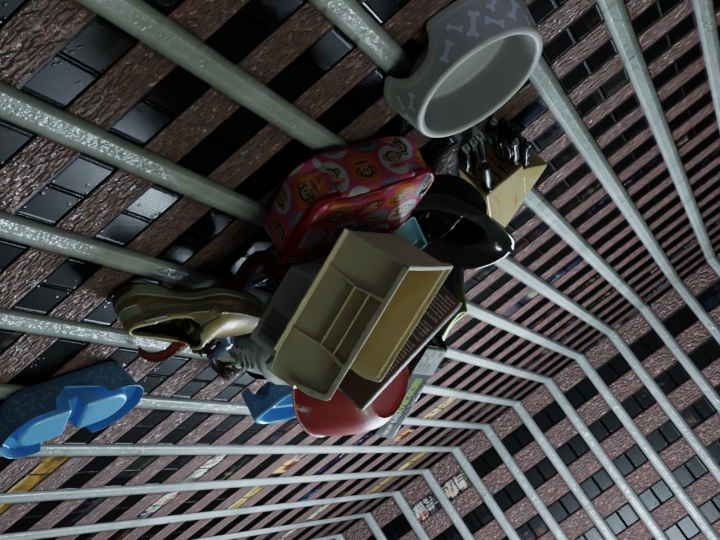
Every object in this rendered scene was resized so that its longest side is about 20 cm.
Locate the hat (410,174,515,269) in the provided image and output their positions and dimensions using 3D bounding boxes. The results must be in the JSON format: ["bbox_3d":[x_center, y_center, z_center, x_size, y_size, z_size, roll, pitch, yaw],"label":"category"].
[{"bbox_3d":[0.124,-0.083,1.494,0.201,0.200,0.081,98,7,-64],"label":"hat"}]

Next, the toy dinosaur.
[{"bbox_3d":[-0.171,0.054,1.396,0.199,0.105,0.182,-7,130,-33],"label":"toy dinosaur"}]

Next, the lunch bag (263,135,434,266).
[{"bbox_3d":[-0.021,-0.080,1.337,0.200,0.082,0.176,-18,159,-33],"label":"lunch bag"}]

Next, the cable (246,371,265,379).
[{"bbox_3d":[-0.084,0.126,1.699,0.199,0.051,0.163,-20,154,22],"label":"cable"}]

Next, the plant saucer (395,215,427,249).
[{"bbox_3d":[0.000,0.000,1.457,0.200,0.019,0.070,-36,142,-4],"label":"plant saucer"}]

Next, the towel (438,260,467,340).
[{"bbox_3d":[0.139,0.008,1.657,0.023,0.201,0.144,9,148,-10],"label":"towel"}]

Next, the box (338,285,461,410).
[{"bbox_3d":[0.037,0.085,1.458,0.200,0.100,0.075,-46,172,0],"label":"box"}]

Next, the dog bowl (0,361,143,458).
[{"bbox_3d":[-0.382,0.178,1.392,0.200,0.050,0.112,-17,154,-38],"label":"dog bowl"}]

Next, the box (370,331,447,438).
[{"bbox_3d":[0.048,0.130,1.700,0.047,0.193,0.200,9,126,-31],"label":"box"}]

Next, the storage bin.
[{"bbox_3d":[0.002,0.054,1.306,0.199,0.094,0.200,-59,165,10],"label":"storage bin"}]

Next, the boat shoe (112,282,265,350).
[{"bbox_3d":[-0.201,0.066,1.301,0.199,0.076,0.072,3,132,-33],"label":"boat shoe"}]

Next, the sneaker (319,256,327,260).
[{"bbox_3d":[0.020,-0.022,1.528,0.084,0.075,0.200,-37,160,20],"label":"sneaker"}]

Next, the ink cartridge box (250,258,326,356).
[{"bbox_3d":[-0.058,0.042,1.380,0.109,0.050,0.200,-59,166,16],"label":"ink cartridge box"}]

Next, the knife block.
[{"bbox_3d":[0.179,-0.127,1.530,0.175,0.064,0.200,-15,145,-46],"label":"knife block"}]

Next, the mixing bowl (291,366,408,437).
[{"bbox_3d":[0.000,0.159,1.570,0.200,0.108,0.201,-21,116,-52],"label":"mixing bowl"}]

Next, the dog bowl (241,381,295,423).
[{"bbox_3d":[-0.109,0.189,1.680,0.111,0.050,0.200,-2,157,-34],"label":"dog bowl"}]

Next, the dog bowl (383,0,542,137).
[{"bbox_3d":[0.125,-0.234,1.237,0.200,0.059,0.200,-31,160,-12],"label":"dog bowl"}]

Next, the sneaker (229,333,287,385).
[{"bbox_3d":[-0.142,0.123,1.512,0.087,0.075,0.200,-5,-176,-7],"label":"sneaker"}]
